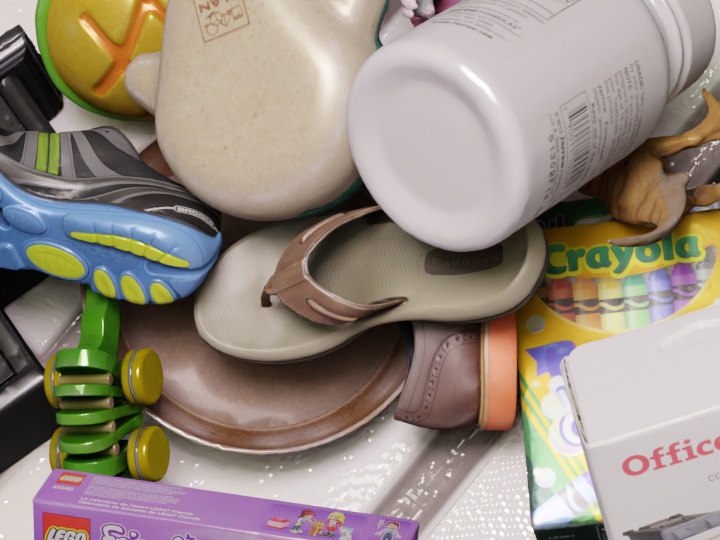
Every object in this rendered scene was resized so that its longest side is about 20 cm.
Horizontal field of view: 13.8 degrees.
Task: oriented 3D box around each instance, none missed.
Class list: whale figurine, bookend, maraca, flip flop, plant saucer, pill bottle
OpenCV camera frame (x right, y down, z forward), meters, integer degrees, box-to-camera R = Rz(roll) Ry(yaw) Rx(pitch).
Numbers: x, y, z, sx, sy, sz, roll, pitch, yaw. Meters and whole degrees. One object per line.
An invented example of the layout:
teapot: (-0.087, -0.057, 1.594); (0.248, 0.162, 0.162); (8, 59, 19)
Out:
whale figurine: (-0.050, -0.124, 1.582); (0.159, 0.104, 0.201); (-22, 78, 22)
bookend: (-0.210, 0.008, 1.652); (0.198, 0.092, 0.200); (-34, 70, -4)
maraca: (-0.085, -0.152, 1.670); (0.199, 0.137, 0.107); (-15, 37, -12)
flip flop: (0.000, 0.000, 1.559); (0.199, 0.058, 0.081); (-7, 71, 25)
plant saucer: (-0.054, 0.007, 1.642); (0.199, 0.035, 0.201); (1, 73, -2)
pill bottle: (0.094, -0.098, 1.538); (0.114, 0.115, 0.200); (38, 44, 19)

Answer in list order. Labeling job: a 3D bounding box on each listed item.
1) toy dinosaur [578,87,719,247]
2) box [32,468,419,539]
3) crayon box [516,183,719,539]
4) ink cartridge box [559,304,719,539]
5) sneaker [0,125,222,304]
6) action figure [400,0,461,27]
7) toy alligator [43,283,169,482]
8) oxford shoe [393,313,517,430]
toy dinosaur: (0.160, -0.040, 1.576); (0.106, 0.200, 0.061); (-30, 107, -4)
box: (-0.071, 0.184, 1.550); (0.199, 0.039, 0.137); (7, 116, 12)
crayon box: (0.147, 0.043, 1.603); (0.125, 0.052, 0.201); (-7, 69, 7)
ink cartridge box: (0.196, 0.122, 1.485); (0.147, 0.200, 0.086); (-18, 32, 4)
sneaker: (-0.167, -0.042, 1.597); (0.199, 0.071, 0.083); (19, 36, 8)
action figure: (0.068, -0.185, 1.671); (0.200, 0.134, 0.149); (-59, 35, 12)
toy alligator: (-0.138, 0.107, 1.583); (0.059, 0.054, 0.201); (-2, 95, 23)
oxford shoe: (0.043, -0.013, 1.602); (0.072, 0.071, 0.201); (-2, 74, -4)
